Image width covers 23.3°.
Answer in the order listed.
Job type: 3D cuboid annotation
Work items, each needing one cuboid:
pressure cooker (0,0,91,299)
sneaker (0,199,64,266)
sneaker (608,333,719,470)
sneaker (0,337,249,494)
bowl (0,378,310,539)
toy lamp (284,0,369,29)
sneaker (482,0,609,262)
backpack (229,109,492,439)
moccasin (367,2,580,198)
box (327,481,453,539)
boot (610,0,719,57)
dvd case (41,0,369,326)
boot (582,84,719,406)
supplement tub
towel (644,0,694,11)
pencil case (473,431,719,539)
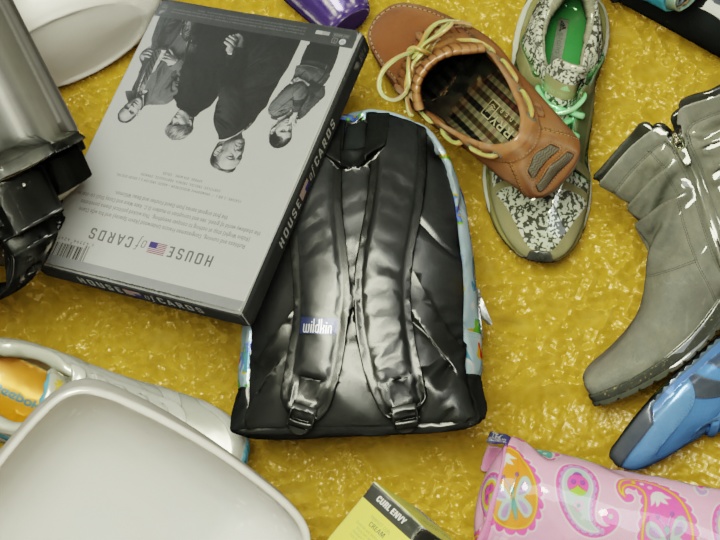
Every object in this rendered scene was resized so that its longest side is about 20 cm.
[{"bbox_3d":[-0.253,-0.074,1.015,0.178,0.176,0.201,-25,100,6],"label":"pressure cooker"},{"bbox_3d":[-0.188,-0.032,1.140,0.200,0.071,0.098,27,78,9],"label":"sneaker"},{"bbox_3d":[0.249,0.072,1.112,0.200,0.066,0.079,-39,83,-8],"label":"sneaker"},{"bbox_3d":[-0.169,0.096,1.105,0.199,0.081,0.077,14,76,3],"label":"sneaker"},{"bbox_3d":[-0.152,0.173,1.053,0.200,0.075,0.200,36,95,-19],"label":"bowl"},{"bbox_3d":[-0.061,-0.246,1.196,0.058,0.058,0.200,-31,76,-6],"label":"toy lamp"},{"bbox_3d":[0.123,-0.106,1.142,0.076,0.089,0.201,6,77,2],"label":"sneaker"},{"bbox_3d":[0.000,0.000,1.103,0.162,0.154,0.201,-5,90,8],"label":"backpack"},{"bbox_3d":[0.059,-0.118,1.117,0.074,0.078,0.202,-44,44,11],"label":"moccasin"},{"bbox_3d":[-0.024,0.228,1.057,0.050,0.075,0.200,37,89,35],"label":"box"},{"bbox_3d":[0.239,-0.154,1.160,0.162,0.073,0.199,36,76,8],"label":"boot"},{"bbox_3d":[-0.097,-0.072,1.079,0.150,0.025,0.201,13,68,23],"label":"dvd case"},{"bbox_3d":[0.190,-0.018,1.102,0.200,0.068,0.131,-42,88,15],"label":"boot"},{"bbox_3d":[-0.228,-0.232,1.150,0.140,0.140,0.201,-24,78,-5],"label":"supplement tub"},{"bbox_3d":[0.179,-0.262,1.170,0.200,0.022,0.147,35,79,34],"label":"towel"},{"bbox_3d":[0.168,0.160,1.084,0.199,0.087,0.088,14,78,5],"label":"pencil case"}]
